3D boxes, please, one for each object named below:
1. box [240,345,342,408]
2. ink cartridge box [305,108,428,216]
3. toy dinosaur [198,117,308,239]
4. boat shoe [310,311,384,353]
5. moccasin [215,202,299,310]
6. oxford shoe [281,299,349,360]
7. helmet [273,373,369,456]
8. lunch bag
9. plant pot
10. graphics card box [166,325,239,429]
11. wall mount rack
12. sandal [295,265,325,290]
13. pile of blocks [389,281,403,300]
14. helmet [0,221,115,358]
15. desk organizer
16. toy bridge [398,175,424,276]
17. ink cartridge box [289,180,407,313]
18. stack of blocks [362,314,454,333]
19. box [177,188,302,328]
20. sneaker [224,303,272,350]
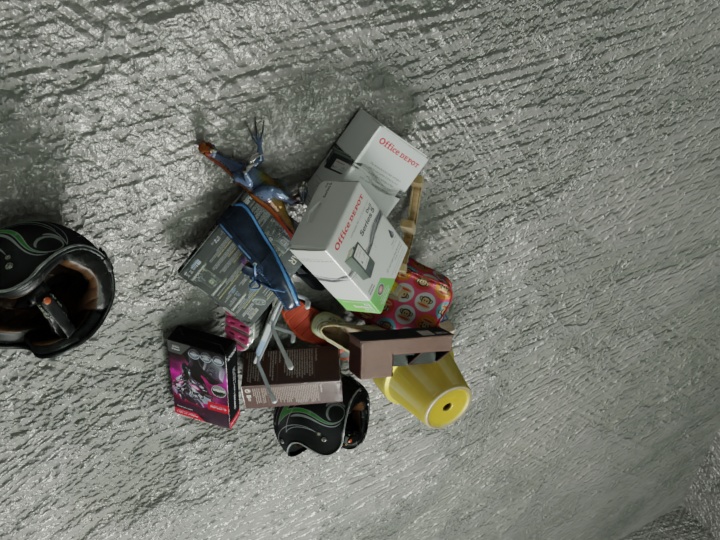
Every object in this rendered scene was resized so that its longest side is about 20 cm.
[{"bbox_3d":[-0.138,0.215,1.445,0.199,0.100,0.075,-4,130,0],"label":"box"},{"bbox_3d":[0.007,-0.171,1.307,0.144,0.084,0.200,25,107,-44],"label":"ink cartridge box"},{"bbox_3d":[-0.181,-0.144,1.164,0.181,0.105,0.201,12,107,1],"label":"toy dinosaur"},{"bbox_3d":[-0.005,0.143,1.432,0.200,0.063,0.073,19,98,-21],"label":"boat shoe"},{"bbox_3d":[-0.173,-0.016,1.199,0.068,0.080,0.200,-30,92,-4],"label":"moccasin"},{"bbox_3d":[-0.090,0.111,1.479,0.071,0.073,0.200,-39,120,17],"label":"oxford shoe"},{"bbox_3d":[-0.092,0.311,1.535,0.200,0.190,0.201,8,90,-68],"label":"helmet"},{"bbox_3d":[0.077,0.062,1.477,0.200,0.082,0.176,26,109,-5],"label":"lunch bag"},{"bbox_3d":[0.156,0.262,1.668,0.200,0.189,0.201,-19,132,-22],"label":"plant pot"},{"bbox_3d":[-0.299,0.207,1.364,0.051,0.125,0.200,-59,159,-53],"label":"graphics card box"},{"bbox_3d":[-0.153,0.140,1.339,0.074,0.174,0.200,22,134,-4],"label":"wall mount rack"},{"bbox_3d":[-0.112,-0.021,1.353,0.200,0.043,0.076,30,72,-50],"label":"sandal"},{"bbox_3d":[0.000,0.000,1.370,0.200,0.082,0.062,38,57,-9],"label":"pile of blocks"},{"bbox_3d":[-0.481,0.024,1.038,0.200,0.190,0.201,-26,120,-56],"label":"helmet"},{"bbox_3d":[0.079,0.160,1.397,0.199,0.072,0.077,-2,100,-21],"label":"desk organizer"},{"bbox_3d":[0.096,-0.085,1.411,0.067,0.027,0.201,46,55,-78],"label":"toy bridge"},{"bbox_3d":[-0.015,-0.039,1.232,0.200,0.084,0.146,49,56,-44],"label":"ink cartridge box"},{"bbox_3d":[0.090,0.129,1.565,0.200,0.115,0.059,-18,152,-21],"label":"stack of blocks"},{"bbox_3d":[-0.194,-0.026,1.245,0.160,0.044,0.200,39,88,-19],"label":"box"},{"bbox_3d":[-0.209,0.046,1.338,0.087,0.074,0.200,-30,127,-67],"label":"sneaker"}]
